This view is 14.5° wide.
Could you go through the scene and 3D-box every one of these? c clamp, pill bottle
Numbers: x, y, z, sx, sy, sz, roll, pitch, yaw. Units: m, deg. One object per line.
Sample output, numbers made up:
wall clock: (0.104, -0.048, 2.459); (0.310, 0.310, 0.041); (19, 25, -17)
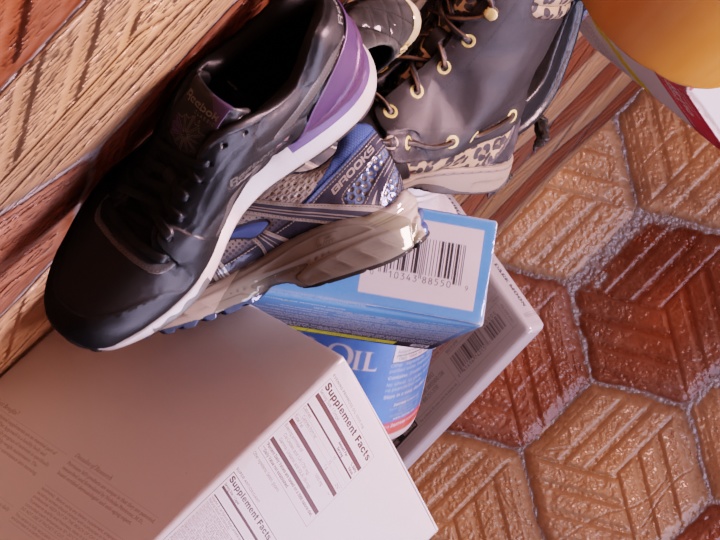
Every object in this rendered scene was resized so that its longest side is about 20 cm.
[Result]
c clamp: (0.087, -0.150, 1.691); (0.199, 0.027, 0.172); (-17, 134, -46)
pill bottle: (0.000, 0.000, 1.774); (0.112, 0.112, 0.201); (-37, 144, -55)

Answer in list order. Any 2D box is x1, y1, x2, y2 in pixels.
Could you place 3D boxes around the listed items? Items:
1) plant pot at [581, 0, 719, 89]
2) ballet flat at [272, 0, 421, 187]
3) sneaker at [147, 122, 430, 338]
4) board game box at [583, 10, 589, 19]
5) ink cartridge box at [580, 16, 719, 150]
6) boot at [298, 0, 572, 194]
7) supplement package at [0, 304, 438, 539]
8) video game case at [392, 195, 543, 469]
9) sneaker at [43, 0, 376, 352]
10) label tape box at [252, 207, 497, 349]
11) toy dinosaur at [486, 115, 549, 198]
plant pot: (0.219, -0.207, 1.597); (0.200, 0.200, 0.183); (-38, 170, -50)
ballet flat: (-0.022, -0.091, 1.442); (0.066, 0.057, 0.200); (-48, 174, 38)
sneaker: (-0.069, -0.023, 1.472); (0.199, 0.086, 0.077); (-18, -176, 4)
board game box: (0.096, -0.163, 1.826); (0.200, 0.057, 0.165); (-43, 177, -21)
ink cartridge box: (0.241, -0.191, 1.976); (0.145, 0.200, 0.083); (-44, 130, 0)
boot: (0.037, -0.118, 1.576); (0.199, 0.073, 0.151); (2, 122, -44)
supplement package: (-0.107, 0.129, 1.530); (0.200, 0.191, 0.148); (-43, 131, -18)
video game case: (0.024, 0.029, 2.060); (0.023, 0.182, 0.200); (-15, 154, -48)
sneaker: (-0.081, -0.054, 1.306); (0.200, 0.076, 0.088); (-48, 161, -6)
label tape box: (-0.011, 0.001, 1.619); (0.200, 0.142, 0.067); (150, -51, -81)
toy dinosaur: (0.088, -0.108, 1.999); (0.200, 0.088, 0.047); (-43, -177, -14)
